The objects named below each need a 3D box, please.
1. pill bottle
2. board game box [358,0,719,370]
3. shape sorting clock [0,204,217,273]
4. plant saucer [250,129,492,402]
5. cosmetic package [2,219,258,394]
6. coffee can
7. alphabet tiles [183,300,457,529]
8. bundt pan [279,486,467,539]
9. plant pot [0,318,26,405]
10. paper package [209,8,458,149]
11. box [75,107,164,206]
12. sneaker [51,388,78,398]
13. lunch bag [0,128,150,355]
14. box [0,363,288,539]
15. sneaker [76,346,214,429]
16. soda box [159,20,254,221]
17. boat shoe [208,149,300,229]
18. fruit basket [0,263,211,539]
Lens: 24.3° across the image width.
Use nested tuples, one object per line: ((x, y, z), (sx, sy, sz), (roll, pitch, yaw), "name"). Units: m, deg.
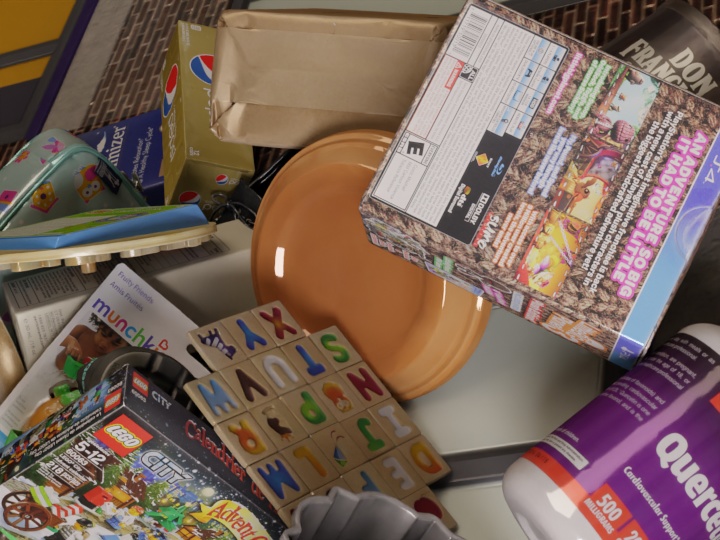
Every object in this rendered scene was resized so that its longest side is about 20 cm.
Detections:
((0.191, 0.110, 1.010), (0.200, 0.113, 0.112), (-37, 39, -8), "pill bottle")
((0.123, -0.055, 1.071), (0.199, 0.097, 0.160), (27, 81, 9), "board game box")
((-0.206, -0.018, 1.250), (0.199, 0.039, 0.200), (-9, 8, 1), "shape sorting clock")
((0.000, 0.000, 1.202), (0.199, 0.201, 0.037), (-2, 7, 31), "plant saucer")
((-0.169, 0.027, 1.298), (0.199, 0.071, 0.105), (-15, 17, -13), "cosmetic package")
((0.179, -0.078, 1.197), (0.200, 0.147, 0.146), (-34, 38, -3), "coffee can")
((-0.024, 0.106, 1.100), (0.166, 0.200, 0.006), (-18, -25, -54), "alphabet tiles")
((0.022, 0.222, 0.950), (0.076, 0.201, 0.202), (-54, 32, 22), "bundt pan")
((-0.322, 0.078, 1.310), (0.027, 0.201, 0.200), (-26, 30, -37), "plant pot")
((0.006, -0.151, 1.317), (0.190, 0.104, 0.200), (6, 10, 16), "paper package")
((-0.241, -0.089, 1.572), (0.199, 0.032, 0.121), (-17, 40, 18), "box")
((-0.158, 0.119, 1.255), (0.199, 0.077, 0.078), (-5, 43, 27), "sneaker")
((-0.257, -0.007, 1.394), (0.200, 0.160, 0.077), (-48, 36, -12), "lunch bag")
((-0.130, 0.158, 1.071), (0.136, 0.200, 0.038), (-33, 35, 23), "box")
((-0.102, 0.107, 1.122), (0.079, 0.200, 0.076), (-5, 54, 58), "sneaker")
((-0.139, -0.135, 1.498), (0.064, 0.068, 0.200), (10, 41, -19), "soda box")
((-0.091, -0.044, 1.402), (0.200, 0.062, 0.075), (-37, 40, -6), "boat shoe")
((-0.167, 0.126, 1.176), (0.185, 0.094, 0.200), (40, 93, 9), "fruit basket")
